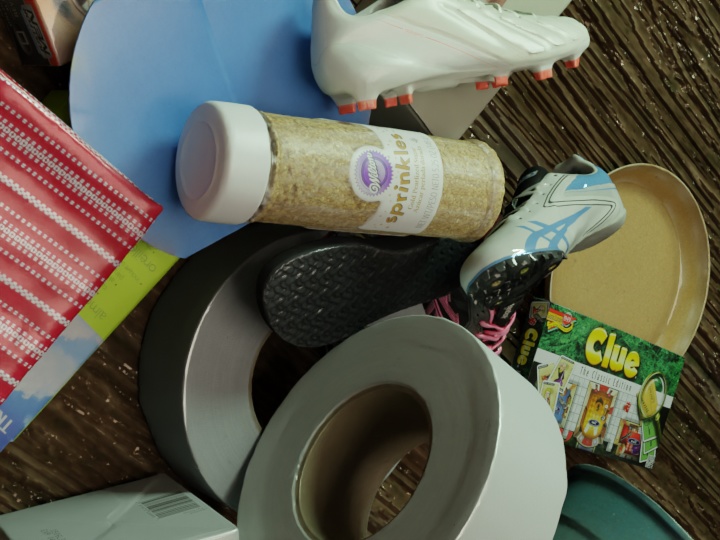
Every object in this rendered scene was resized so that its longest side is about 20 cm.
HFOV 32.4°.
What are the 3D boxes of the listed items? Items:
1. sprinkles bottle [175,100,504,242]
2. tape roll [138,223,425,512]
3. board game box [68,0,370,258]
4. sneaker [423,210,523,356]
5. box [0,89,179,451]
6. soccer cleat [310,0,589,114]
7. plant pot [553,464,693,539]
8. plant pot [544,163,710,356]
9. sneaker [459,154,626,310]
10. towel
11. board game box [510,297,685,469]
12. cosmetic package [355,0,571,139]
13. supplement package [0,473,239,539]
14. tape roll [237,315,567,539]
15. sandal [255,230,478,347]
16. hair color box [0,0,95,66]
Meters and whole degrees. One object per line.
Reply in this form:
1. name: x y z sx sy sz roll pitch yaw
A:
1. sprinkles bottle: -0.008 -0.056 0.744 0.200 0.068 0.068 3 95 -35
2. tape roll: -0.048 0.068 0.846 0.200 0.066 0.201 -6 101 -35
3. board game box: -0.087 -0.109 0.747 0.200 0.039 0.158 -31 116 -25
4. sneaker: 0.081 0.035 0.918 0.079 0.095 0.200 -20 109 -35
5. box: -0.201 0.004 0.734 0.200 0.048 0.122 -50 121 -19
6. soccer cleat: 0.061 -0.149 0.770 0.200 0.069 0.078 -14 98 -28
7. plant pot: 0.164 0.290 0.968 0.196 0.200 0.200 -36 117 -18
8. plant pot: 0.225 0.008 1.062 0.200 0.027 0.200 -6 100 -36
9. sneaker: 0.117 -0.029 0.848 0.073 0.072 0.200 52 37 7
10. towel: -0.219 0.000 0.661 0.145 0.022 0.200 42 83 -29
11. board game box: 0.192 0.096 1.011 0.200 0.023 0.105 20 84 -42
12. cosmetic package: 0.065 -0.180 0.869 0.087 0.103 0.200 49 67 -28
13. supplement package: -0.143 0.247 0.764 0.120 0.121 0.200 -10 104 -30
14. tape roll: 0.020 0.130 0.740 0.071 0.202 0.203 39 74 -36
15. sandal: 0.000 0.000 0.805 0.200 0.045 0.075 -12 130 -48
16. hair color box: -0.128 -0.211 0.746 0.200 0.064 0.111 -32 115 -27
